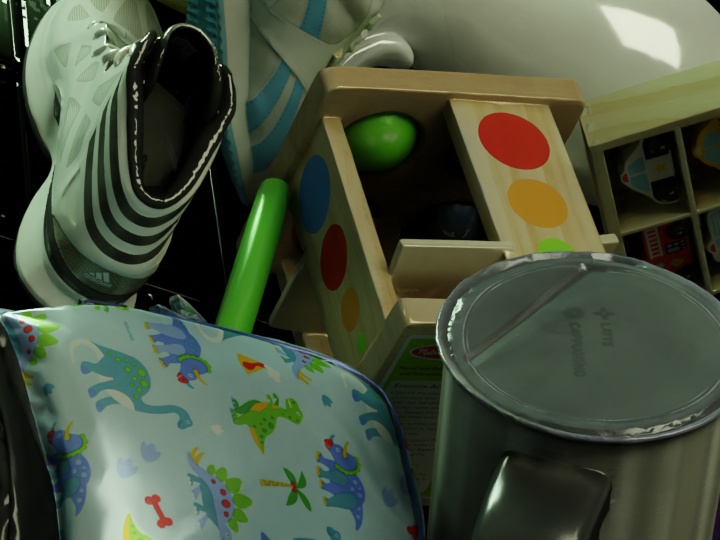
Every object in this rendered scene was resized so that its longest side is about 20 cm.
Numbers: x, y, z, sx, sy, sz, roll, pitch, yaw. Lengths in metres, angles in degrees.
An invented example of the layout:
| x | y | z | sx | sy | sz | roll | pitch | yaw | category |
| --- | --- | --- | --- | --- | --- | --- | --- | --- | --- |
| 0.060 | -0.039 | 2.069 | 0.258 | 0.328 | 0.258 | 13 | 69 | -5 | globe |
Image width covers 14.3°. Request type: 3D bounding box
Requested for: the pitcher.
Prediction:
| x | y | z | sx | sy | sz | roll | pitch | yaw | category |
| --- | --- | --- | --- | --- | --- | --- | --- | --- | --- |
| 0.082 | -0.091 | 1.412 | 0.199 | 0.121 | 0.172 | 25 | 58 | -7 | pitcher |

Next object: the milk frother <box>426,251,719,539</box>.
| x | y | z | sx | sy | sz | roll | pitch | yaw | category |
| --- | --- | --- | --- | --- | --- | --- | --- | --- | --- |
| 0.121 | 0.121 | 1.065 | 0.199 | 0.189 | 0.181 | 2 | 35 | -2 | milk frother |

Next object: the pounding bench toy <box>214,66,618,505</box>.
| x | y | z | sx | sy | sz | roll | pitch | yaw | category |
| --- | --- | --- | --- | --- | --- | --- | --- | --- | --- |
| 0.000 | 0.000 | 1.210 | 0.199 | 0.124 | 0.156 | 2 | 51 | -25 | pounding bench toy |

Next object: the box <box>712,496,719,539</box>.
| x | y | z | sx | sy | sz | roll | pitch | yaw | category |
| --- | --- | --- | --- | --- | --- | --- | --- | --- | --- |
| 0.213 | 0.134 | 1.235 | 0.199 | 0.123 | 0.106 | 3 | 15 | -30 | box |

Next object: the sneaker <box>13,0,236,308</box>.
| x | y | z | sx | sy | sz | roll | pitch | yaw | category |
| --- | --- | --- | --- | --- | --- | --- | --- | --- | --- |
| -0.087 | -0.076 | 1.215 | 0.075 | 0.115 | 0.201 | 25 | 39 | -24 | sneaker |

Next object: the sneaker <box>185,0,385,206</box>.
| x | y | z | sx | sy | sz | roll | pitch | yaw | category |
| --- | --- | --- | --- | --- | --- | --- | --- | --- | --- |
| -0.032 | -0.102 | 1.236 | 0.080 | 0.200 | 0.077 | -16 | 56 | -14 | sneaker |

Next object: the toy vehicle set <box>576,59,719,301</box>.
| x | y | z | sx | sy | sz | roll | pitch | yaw | category |
| --- | --- | --- | --- | --- | --- | --- | --- | --- | --- |
| 0.175 | -0.024 | 1.323 | 0.200 | 0.124 | 0.027 | 70 | 4 | -52 | toy vehicle set |

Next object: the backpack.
| x | y | z | sx | sy | sz | roll | pitch | yaw | category |
| --- | --- | --- | --- | --- | --- | --- | --- | --- | --- |
| -0.075 | 0.092 | 1.052 | 0.200 | 0.154 | 0.164 | 27 | 37 | -44 | backpack |

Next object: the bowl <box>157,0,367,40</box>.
| x | y | z | sx | sy | sz | roll | pitch | yaw | category |
| --- | --- | --- | --- | --- | --- | --- | --- | --- | --- |
| -0.039 | -0.158 | 1.329 | 0.200 | 0.200 | 0.108 | -15 | 104 | -50 | bowl |
